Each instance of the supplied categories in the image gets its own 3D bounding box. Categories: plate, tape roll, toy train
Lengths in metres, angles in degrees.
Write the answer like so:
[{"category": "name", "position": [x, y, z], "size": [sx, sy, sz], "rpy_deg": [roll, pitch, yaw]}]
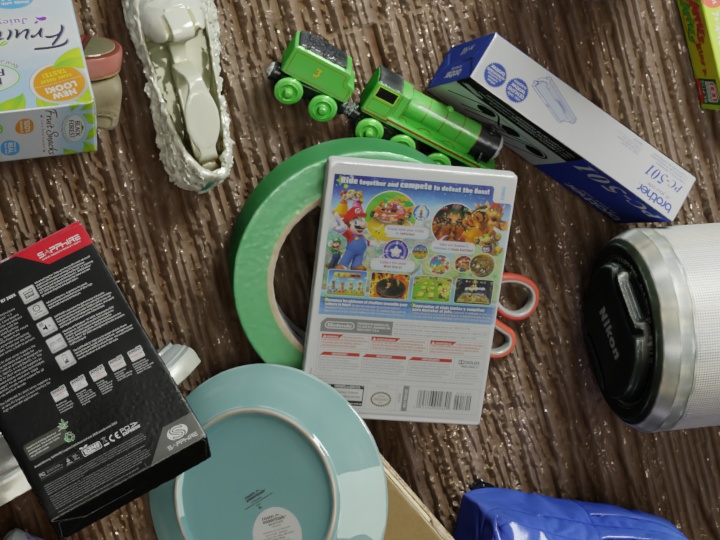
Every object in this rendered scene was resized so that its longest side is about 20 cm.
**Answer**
[{"category": "plate", "position": [-0.076, 0.170, 1.260], "size": [0.200, 0.026, 0.201], "rpy_deg": [0, 89, 22]}, {"category": "tape roll", "position": [0.000, 0.000, 1.285], "size": [0.200, 0.048, 0.201], "rpy_deg": [-3, 108, -8]}, {"category": "toy train", "position": [0.023, -0.122, 1.291], "size": [0.200, 0.042, 0.056], "rpy_deg": [25, 120, -16]}]

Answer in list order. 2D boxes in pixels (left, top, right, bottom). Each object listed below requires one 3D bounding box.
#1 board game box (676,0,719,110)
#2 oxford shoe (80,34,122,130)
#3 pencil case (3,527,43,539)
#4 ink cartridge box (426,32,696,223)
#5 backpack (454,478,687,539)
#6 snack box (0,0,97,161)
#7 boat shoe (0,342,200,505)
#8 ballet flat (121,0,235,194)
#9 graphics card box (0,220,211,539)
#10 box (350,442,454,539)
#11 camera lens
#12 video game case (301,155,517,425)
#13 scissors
[{"category": "board game box", "position": [0.366, -0.208, 1.372], "size": [0.200, 0.048, 0.102], "rpy_deg": [-18, 101, -11]}, {"category": "oxford shoe", "position": [-0.270, -0.123, 1.210], "size": [0.200, 0.070, 0.075], "rpy_deg": [-3, 119, -5]}, {"category": "pencil case", "position": [-0.203, 0.276, 1.257], "size": [0.200, 0.083, 0.091], "rpy_deg": [34, 51, -7]}, {"category": "ink cartridge box", "position": [0.155, -0.107, 1.305], "size": [0.200, 0.094, 0.044], "rpy_deg": [33, 81, -16]}, {"category": "backpack", "position": [0.180, 0.274, 1.319], "size": [0.200, 0.168, 0.163], "rpy_deg": [9, 101, -15]}, {"category": "snack box", "position": [-0.265, -0.157, 1.146], "size": [0.142, 0.200, 0.053], "rpy_deg": [-8, 139, -12]}, {"category": "boat shoe", "position": [-0.216, 0.101, 1.250], "size": [0.201, 0.070, 0.072], "rpy_deg": [-33, 94, -14]}, {"category": "ballet flat", "position": [-0.129, -0.155, 1.243], "size": [0.072, 0.072, 0.200], "rpy_deg": [-16, 100, -12]}, {"category": "graphics card box", "position": [-0.208, 0.076, 1.205], "size": [0.125, 0.051, 0.200], "rpy_deg": [-29, 67, -14]}, {"category": "box", "position": [-0.012, 0.254, 1.264], "size": [0.200, 0.021, 0.164], "rpy_deg": [-45, 79, 16]}, {"category": "camera lens", "position": [0.289, 0.041, 1.326], "size": [0.200, 0.160, 0.160], "rpy_deg": [-4, 98, -14]}, {"category": "video game case", "position": [0.034, 0.018, 1.261], "size": [0.143, 0.018, 0.200], "rpy_deg": [4, 107, -10]}, {"category": "scissors", "position": [0.065, -0.008, 1.323], "size": [0.200, 0.014, 0.073], "rpy_deg": [41, 91, -25]}]
